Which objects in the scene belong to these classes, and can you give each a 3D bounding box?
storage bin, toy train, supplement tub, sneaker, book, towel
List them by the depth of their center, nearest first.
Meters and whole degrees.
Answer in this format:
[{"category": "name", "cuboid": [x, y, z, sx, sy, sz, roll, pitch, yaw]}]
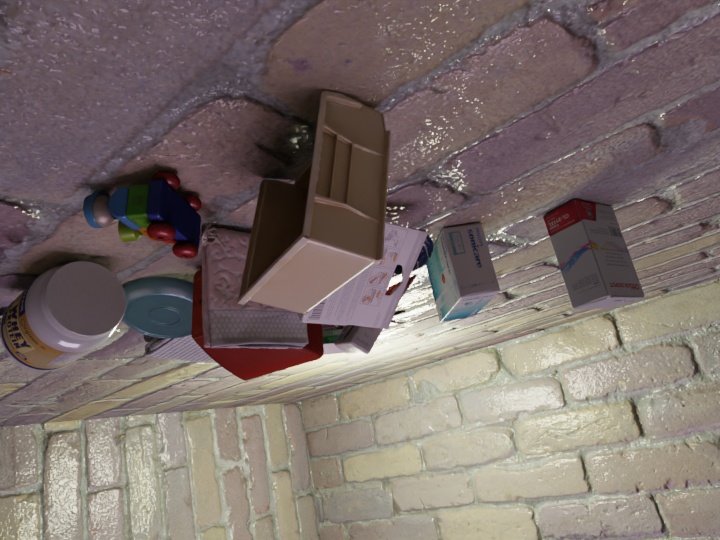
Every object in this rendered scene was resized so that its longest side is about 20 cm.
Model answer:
[{"category": "storage bin", "cuboid": [-0.056, -0.072, 0.651, 0.093, 0.200, 0.200, 17, 151, -24]}, {"category": "toy train", "cuboid": [-0.276, -0.057, 0.753, 0.114, 0.086, 0.200, -2, 163, 6]}, {"category": "towel", "cuboid": [-0.167, 0.033, 0.902, 0.199, 0.193, 0.032, 7, 166, -45]}, {"category": "supplement tub", "cuboid": [-0.491, 0.076, 0.907, 0.199, 0.146, 0.144, -26, 157, 38]}, {"category": "sneaker", "cuboid": [0.046, -0.024, 1.072, 0.199, 0.078, 0.085, -24, -162, -8]}, {"category": "book", "cuboid": [-0.082, 0.128, 1.274, 0.132, 0.200, 0.048, -3, 117, -15]}, {"category": "towel", "cuboid": [-0.386, 0.143, 1.277, 0.199, 0.086, 0.165, -30, 147, 34]}]

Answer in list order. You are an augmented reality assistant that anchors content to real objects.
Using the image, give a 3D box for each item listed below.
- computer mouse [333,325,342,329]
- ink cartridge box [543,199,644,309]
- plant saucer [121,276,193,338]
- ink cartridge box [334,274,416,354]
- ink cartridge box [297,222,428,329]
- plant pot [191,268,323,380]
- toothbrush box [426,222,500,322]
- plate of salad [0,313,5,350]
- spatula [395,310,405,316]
[{"category": "computer mouse", "cuboid": [-0.060, 0.039, 1.077, 0.046, 0.142, 0.200, -2, 162, -2]}, {"category": "ink cartridge box", "cuboid": [0.464, -0.028, 1.092, 0.145, 0.202, 0.083, 3, 157, -38]}, {"category": "plant saucer", "cuboid": [-0.385, 0.083, 1.082, 0.198, 0.028, 0.201, -5, 143, -4]}, {"category": "ink cartridge box", "cuboid": [0.024, 0.083, 1.098, 0.045, 0.177, 0.200, 33, 166, -5]}, {"category": "ink cartridge box", "cuboid": [0.000, 0.000, 0.924, 0.175, 0.045, 0.201, 9, 113, -31]}, {"category": "plant pot", "cuboid": [-0.203, 0.071, 1.023, 0.198, 0.202, 0.176, -19, 150, 24]}, {"category": "toothbrush box", "cuboid": [0.206, 0.010, 1.137, 0.084, 0.148, 0.200, -9, 163, -8]}, {"category": "plate of salad", "cuboid": [-0.667, 0.124, 1.103, 0.198, 0.049, 0.200, -10, 162, -3]}, {"category": "spatula", "cuboid": [0.066, 0.157, 1.699, 0.056, 0.021, 0.199, -11, 165, -46]}]
